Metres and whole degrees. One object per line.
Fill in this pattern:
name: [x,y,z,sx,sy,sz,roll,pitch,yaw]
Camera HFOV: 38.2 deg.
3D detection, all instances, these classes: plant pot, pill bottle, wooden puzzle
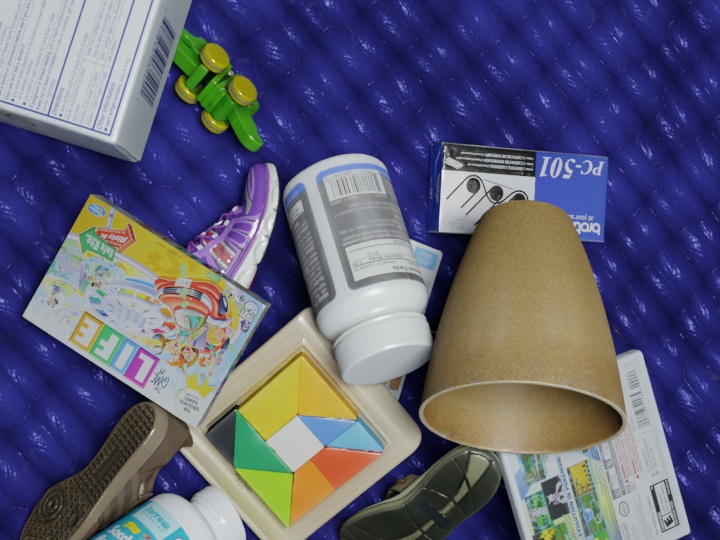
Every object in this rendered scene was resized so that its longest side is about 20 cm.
plant pot: [0.150,0.045,0.968,0.183,0.187,0.203,13,61,-16]
pill bottle: [0.000,0.000,1.015,0.112,0.114,0.203,-10,67,-16]
pill bottle: [-0.205,0.286,0.978,0.199,0.110,0.112,-31,99,-34]
wooden puzzle: [-0.064,0.167,1.048,0.199,0.037,0.186,-40,100,5]

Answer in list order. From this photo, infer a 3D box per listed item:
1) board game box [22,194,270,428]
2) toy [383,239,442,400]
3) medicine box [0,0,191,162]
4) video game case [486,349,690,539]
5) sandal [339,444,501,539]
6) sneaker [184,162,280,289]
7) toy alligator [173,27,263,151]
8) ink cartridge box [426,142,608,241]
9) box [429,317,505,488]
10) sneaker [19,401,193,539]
board game box: [-0.203,0.038,0.992,0.198,0.034,0.136,31,93,3]
toy: [0.014,0.057,1.089,0.113,0.047,0.203,20,85,-16]
medicine box: [-0.277,-0.221,0.952,0.197,0.103,0.185,17,85,1]
video game case: [0.233,0.206,1.059,0.179,0.022,0.204,-19,96,-15]
sandal: [0.065,0.241,1.069,0.200,0.058,0.080,-37,103,20]
sneaker: [-0.138,-0.020,1.031,0.082,0.081,0.203,25,84,-9]
toy alligator: [-0.158,-0.206,1.041,0.201,0.059,0.054,49,33,-4]
ink cartridge box: [0.173,-0.083,1.137,0.196,0.044,0.096,2,91,-16]
box: [0.180,0.116,1.108,0.147,0.104,0.202,-31,98,-14]
sneaker: [-0.240,0.219,1.004,0.200,0.071,0.075,-46,137,4]
